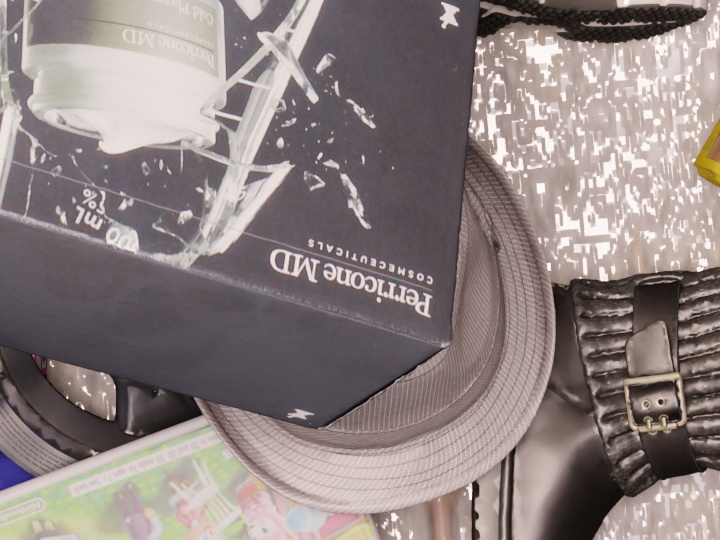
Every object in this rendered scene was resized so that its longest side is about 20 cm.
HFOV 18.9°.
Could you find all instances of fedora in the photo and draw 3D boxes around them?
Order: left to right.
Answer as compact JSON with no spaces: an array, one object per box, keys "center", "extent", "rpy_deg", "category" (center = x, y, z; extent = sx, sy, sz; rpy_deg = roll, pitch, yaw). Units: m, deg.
[{"center":[0.000,0.000,0.961],"extent":[0.177,0.090,0.200],"rpy_deg":[-12,72,-5],"category":"fedora"}]

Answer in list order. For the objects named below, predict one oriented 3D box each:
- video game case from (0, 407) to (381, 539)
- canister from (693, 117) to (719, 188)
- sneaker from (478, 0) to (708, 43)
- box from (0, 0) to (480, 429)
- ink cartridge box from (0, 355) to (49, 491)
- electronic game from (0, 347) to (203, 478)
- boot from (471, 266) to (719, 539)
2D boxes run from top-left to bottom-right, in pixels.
[{"center":[-0.081,0.167,1.006],"extent":[0.200,0.022,0.182],"rpy_deg":[-21,89,3],"category":"video game case"},{"center":[0.235,-0.112,0.975],"extent":[0.086,0.149,0.200],"rpy_deg":[30,95,1],"category":"canister"},{"center":[0.069,-0.150,0.994],"extent":[0.200,0.074,0.080],"rpy_deg":[-2,81,-35],"category":"sneaker"},{"center":[-0.069,-0.066,0.838],"extent":[0.200,0.124,0.197],"rpy_deg":[16,65,-21],"category":"box"},{"center":[-0.202,0.025,1.062],"extent":[0.095,0.037,0.200],"rpy_deg":[0,95,3],"category":"ink cartridge box"},{"center":[-0.103,0.014,1.039],"extent":[0.200,0.042,0.200],"rpy_deg":[-1,94,-12],"category":"electronic game"},{"center":[0.131,0.098,1.023],"extent":[0.158,0.079,0.211],"rpy_deg":[1,92,3],"category":"boot"}]
